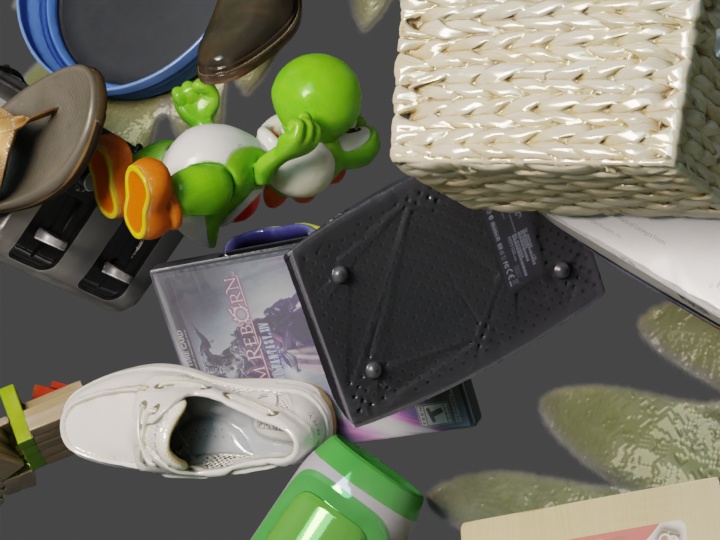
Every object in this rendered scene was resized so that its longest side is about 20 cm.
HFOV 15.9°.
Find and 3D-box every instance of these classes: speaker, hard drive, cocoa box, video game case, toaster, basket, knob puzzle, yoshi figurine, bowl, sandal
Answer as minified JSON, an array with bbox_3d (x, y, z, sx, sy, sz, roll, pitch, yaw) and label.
[{"bbox_3d":[-0.043,0.208,1.653,0.088,0.088,0.201,35,91,33],"label":"speaker"},{"bbox_3d":[0.051,0.000,1.612,0.199,0.136,0.042,-27,18,-23],"label":"hard drive"},{"bbox_3d":[0.231,-0.034,1.556,0.200,0.131,0.134,32,90,33],"label":"cocoa box"},{"bbox_3d":[-0.031,0.048,1.692,0.199,0.019,0.144,-10,107,25],"label":"video game case"},{"bbox_3d":[-0.240,-0.072,1.802,0.199,0.181,0.119,31,90,32],"label":"toaster"},{"bbox_3d":[0.127,-0.103,1.482,0.199,0.135,0.124,3,79,30],"label":"basket"},{"bbox_3d":[0.152,0.239,1.565,0.218,0.030,0.221,-10,68,25],"label":"knob puzzle"},{"bbox_3d":[-0.076,-0.092,1.715,0.113,0.199,0.112,67,151,12],"label":"yoshi figurine"},{"bbox_3d":[-0.162,-0.220,1.895,0.199,0.039,0.202,-10,68,26],"label":"bowl"},{"bbox_3d":[-0.251,-0.077,1.675,0.199,0.055,0.082,-17,70,25],"label":"sandal"}]

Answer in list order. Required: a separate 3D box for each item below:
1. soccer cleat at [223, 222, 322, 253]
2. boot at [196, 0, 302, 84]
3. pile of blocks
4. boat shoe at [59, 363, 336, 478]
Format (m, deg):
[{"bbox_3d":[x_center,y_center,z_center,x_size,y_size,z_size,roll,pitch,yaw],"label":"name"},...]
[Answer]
[{"bbox_3d":[0.000,0.001,1.700,0.199,0.084,0.065,-1,69,29],"label":"soccer cleat"},{"bbox_3d":[-0.078,-0.218,1.762,0.074,0.097,0.201,-3,40,27],"label":"boot"},{"bbox_3d":[-0.270,0.126,1.809,0.199,0.082,0.062,-34,60,15],"label":"pile of blocks"},{"bbox_3d":[-0.119,0.103,1.697,0.199,0.069,0.071,-3,101,22],"label":"boat shoe"}]
